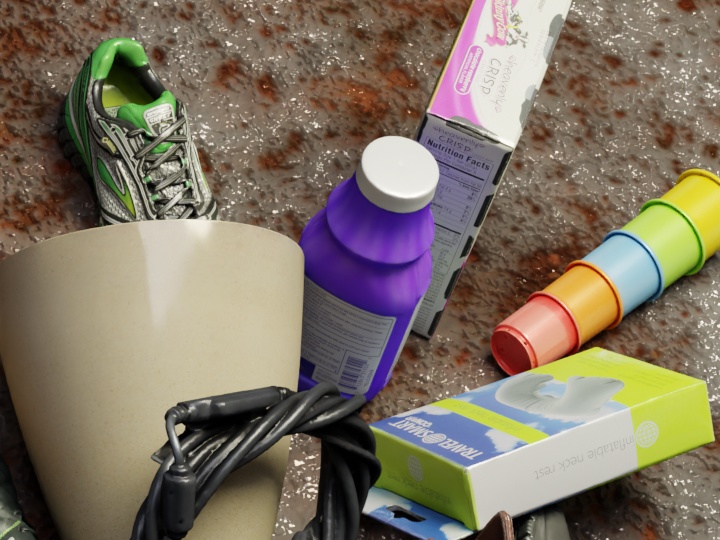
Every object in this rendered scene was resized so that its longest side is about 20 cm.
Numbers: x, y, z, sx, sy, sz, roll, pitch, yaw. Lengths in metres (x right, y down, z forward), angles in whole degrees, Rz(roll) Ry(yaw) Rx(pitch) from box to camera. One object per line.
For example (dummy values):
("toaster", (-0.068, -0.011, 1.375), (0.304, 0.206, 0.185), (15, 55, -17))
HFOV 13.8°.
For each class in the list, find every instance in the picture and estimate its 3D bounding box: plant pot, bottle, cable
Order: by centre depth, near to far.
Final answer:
("cable", (-0.050, 0.142, 1.622), (0.051, 0.164, 0.200), (8, 9, 35))
("plant pot", (-0.114, 0.095, 1.702), (0.187, 0.187, 0.201), (-1, 71, -18))
("bottle", (0.000, 0.000, 1.779), (0.083, 0.200, 0.065), (27, 50, 6))

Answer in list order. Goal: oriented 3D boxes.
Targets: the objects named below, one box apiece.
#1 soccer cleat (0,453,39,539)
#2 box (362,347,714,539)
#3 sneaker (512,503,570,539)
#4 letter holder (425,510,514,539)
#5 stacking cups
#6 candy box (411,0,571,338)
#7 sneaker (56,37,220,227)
("soccer cleat", (-0.185, 0.184, 1.659), (0.081, 0.068, 0.201), (-17, 62, 8))
("box", (0.098, 0.104, 1.789), (0.200, 0.048, 0.122), (-18, 18, -27))
("sneaker", (0.115, 0.229, 1.734), (0.091, 0.076, 0.201), (14, 57, -19))
("letter holder", (0.008, 0.225, 1.600), (0.100, 0.200, 0.142), (12, 45, -15))
("stacking cups", (0.167, 0.008, 1.918), (0.060, 0.061, 0.200), (42, 55, 16))
("candy box", (0.061, -0.072, 1.853), (0.061, 0.200, 0.137), (22, 50, 0))
("sneaker", (-0.134, -0.058, 1.857), (0.078, 0.085, 0.200), (-17, 61, -27))
